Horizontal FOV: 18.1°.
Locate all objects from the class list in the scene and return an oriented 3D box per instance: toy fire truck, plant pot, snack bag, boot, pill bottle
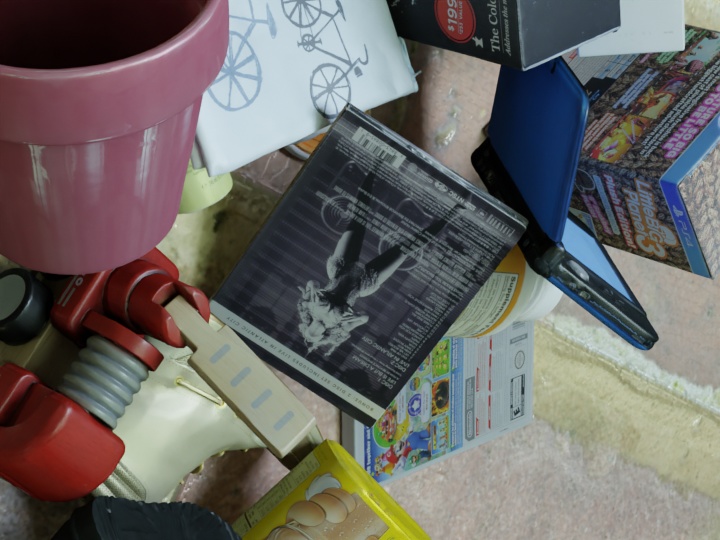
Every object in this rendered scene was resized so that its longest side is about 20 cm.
[{"bbox_3d":[-0.147,0.075,1.430,0.177,0.199,0.129,-58,135,-12],"label":"toy fire truck"},{"bbox_3d":[-0.175,-0.106,1.358,0.200,0.200,0.180,-33,141,-32],"label":"plant pot"},{"bbox_3d":[-0.059,-0.180,1.501,0.199,0.021,0.190,-25,101,-37],"label":"snack bag"},{"bbox_3d":[-0.180,0.216,1.490,0.162,0.074,0.198,-33,151,22],"label":"boot"},{"bbox_3d":[0.060,-0.007,1.669,0.199,0.111,0.112,4,102,-45],"label":"pill bottle"},{"bbox_3d":[-0.119,0.126,1.570,0.156,0.073,0.200,-54,137,-13],"label":"boot"}]

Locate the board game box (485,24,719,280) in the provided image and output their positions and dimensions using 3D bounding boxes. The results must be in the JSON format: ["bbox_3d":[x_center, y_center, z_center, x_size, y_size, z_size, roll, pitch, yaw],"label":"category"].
[{"bbox_3d":[0.227,-0.102,1.738,0.159,0.199,0.097,-45,131,-23],"label":"board game box"}]

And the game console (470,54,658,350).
[{"bbox_3d":[0.156,-0.067,1.591,0.170,0.200,0.118,36,105,-24],"label":"game console"}]

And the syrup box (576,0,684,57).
[{"bbox_3d":[0.195,-0.237,1.665,0.200,0.078,0.082,-82,167,-57],"label":"syrup box"}]

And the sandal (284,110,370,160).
[{"bbox_3d":[-0.040,-0.148,1.557,0.079,0.059,0.207,-50,133,-20],"label":"sandal"}]

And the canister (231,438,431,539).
[{"bbox_3d":[-0.050,0.234,1.606,0.200,0.087,0.149,-42,118,2],"label":"canister"}]

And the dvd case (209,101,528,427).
[{"bbox_3d":[0.000,0.000,1.553,0.148,0.016,0.200,32,118,-8],"label":"dvd case"}]

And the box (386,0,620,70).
[{"bbox_3d":[0.074,-0.259,1.542,0.104,0.182,0.201,-25,121,-35],"label":"box"}]

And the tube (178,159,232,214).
[{"bbox_3d":[-0.138,-0.134,1.476,0.052,0.058,0.201,-15,116,6],"label":"tube"}]

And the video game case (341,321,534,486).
[{"bbox_3d":[0.063,0.081,1.773,0.199,0.018,0.144,-19,117,-40],"label":"video game case"}]
